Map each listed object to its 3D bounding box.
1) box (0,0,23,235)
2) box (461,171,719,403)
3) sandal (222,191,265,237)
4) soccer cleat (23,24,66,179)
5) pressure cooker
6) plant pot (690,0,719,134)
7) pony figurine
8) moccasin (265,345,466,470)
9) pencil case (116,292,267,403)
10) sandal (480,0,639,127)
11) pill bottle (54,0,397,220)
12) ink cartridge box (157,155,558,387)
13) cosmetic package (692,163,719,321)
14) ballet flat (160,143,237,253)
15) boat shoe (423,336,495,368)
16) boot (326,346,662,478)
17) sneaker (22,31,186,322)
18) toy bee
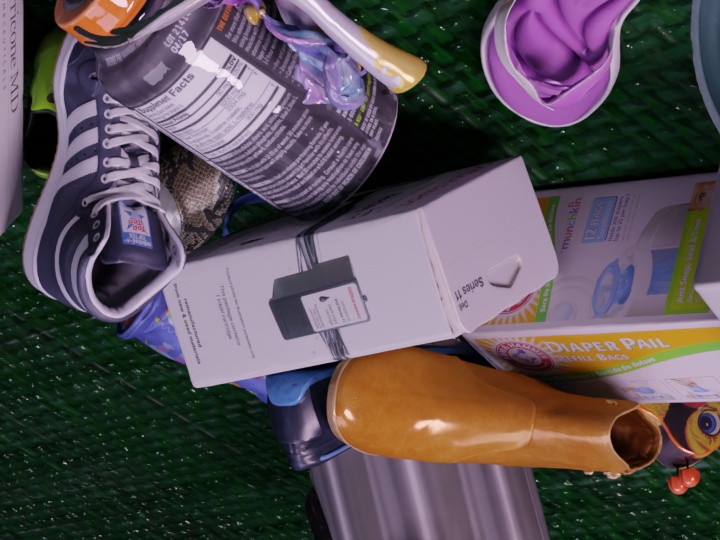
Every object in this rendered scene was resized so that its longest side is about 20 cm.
[{"bbox_3d":[-0.322,-0.111,1.315,0.200,0.131,0.199,11,121,11],"label":"box"},{"bbox_3d":[0.180,0.014,1.352,0.200,0.113,0.101,-4,147,39],"label":"box"},{"bbox_3d":[-0.022,-0.021,1.452,0.200,0.080,0.087,-12,138,42],"label":"sandal"},{"bbox_3d":[-0.197,-0.085,1.427,0.067,0.081,0.200,15,153,5],"label":"soccer cleat"},{"bbox_3d":[0.059,0.211,1.652,0.176,0.200,0.179,-3,158,-31],"label":"pressure cooker"},{"bbox_3d":[0.273,-0.108,1.006,0.200,0.201,0.134,1,172,29],"label":"plant pot"},{"bbox_3d":[-0.041,-0.173,1.126,0.193,0.167,0.200,-33,127,17],"label":"pony figurine"},{"bbox_3d":[0.001,0.087,1.377,0.080,0.068,0.200,-4,-177,38],"label":"moccasin"},{"bbox_3d":[-0.092,0.055,1.635,0.200,0.078,0.087,30,176,-23],"label":"pencil case"},{"bbox_3d":[0.108,-0.127,1.197,0.082,0.050,0.203,17,153,3],"label":"sandal"},{"bbox_3d":[-0.082,-0.122,1.262,0.200,0.106,0.106,34,149,-29],"label":"pill bottle"},{"bbox_3d":[0.000,0.000,1.323,0.200,0.147,0.083,-12,99,33],"label":"ink cartridge box"},{"bbox_3d":[0.307,-0.011,1.171,0.165,0.165,0.200,-3,147,35],"label":"cosmetic package"},{"bbox_3d":[-0.152,-0.031,1.501,0.068,0.075,0.200,60,148,1],"label":"ballet flat"},{"bbox_3d":[0.017,0.046,1.564,0.200,0.070,0.066,24,147,-13],"label":"boat shoe"},{"bbox_3d":[0.088,0.088,1.308,0.144,0.071,0.201,6,177,37],"label":"boot"},{"bbox_3d":[-0.145,-0.066,1.301,0.070,0.200,0.108,7,-166,-33],"label":"sneaker"},{"bbox_3d":[0.215,0.092,1.486,0.200,0.109,0.131,12,151,11],"label":"toy bee"}]
